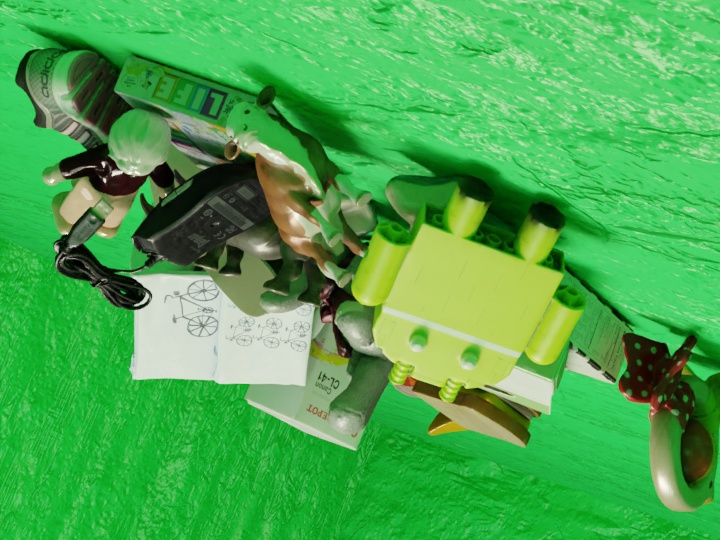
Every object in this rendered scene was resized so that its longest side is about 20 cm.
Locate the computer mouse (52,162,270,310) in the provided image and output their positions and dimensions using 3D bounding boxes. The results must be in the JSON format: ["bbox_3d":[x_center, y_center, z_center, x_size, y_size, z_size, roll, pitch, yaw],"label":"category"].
[{"bbox_3d":[-0.173,-0.050,1.431,0.140,0.199,0.046,30,-150,-52],"label":"computer mouse"}]

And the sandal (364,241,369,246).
[{"bbox_3d":[0.000,0.000,1.756,0.045,0.076,0.200,19,164,-1],"label":"sandal"}]

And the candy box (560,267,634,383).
[{"bbox_3d":[0.162,0.037,1.583,0.135,0.062,0.200,16,168,33],"label":"candy box"}]

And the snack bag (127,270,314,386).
[{"bbox_3d":[-0.149,0.063,1.770,0.197,0.022,0.190,3,140,-6],"label":"snack bag"}]

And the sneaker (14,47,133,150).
[{"bbox_3d":[-0.245,-0.144,1.498,0.087,0.074,0.200,18,166,24],"label":"sneaker"}]

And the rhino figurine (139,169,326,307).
[{"bbox_3d":[-0.114,-0.039,1.507,0.198,0.088,0.060,19,177,19],"label":"rhino figurine"}]

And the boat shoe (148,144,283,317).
[{"bbox_3d":[-0.141,-0.044,1.671,0.202,0.073,0.063,53,-159,2],"label":"boat shoe"}]

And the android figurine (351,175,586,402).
[{"bbox_3d":[0.083,0.022,1.322,0.180,0.201,0.041,20,-146,-9],"label":"android figurine"}]

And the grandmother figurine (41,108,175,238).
[{"bbox_3d":[-0.216,-0.085,1.445,0.120,0.061,0.200,-8,165,-29],"label":"grandmother figurine"}]

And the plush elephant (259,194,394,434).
[{"bbox_3d":[-0.019,0.017,1.581,0.154,0.201,0.166,25,144,18],"label":"plush elephant"}]

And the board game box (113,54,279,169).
[{"bbox_3d":[-0.114,-0.117,1.442,0.133,0.035,0.200,20,171,20],"label":"board game box"}]

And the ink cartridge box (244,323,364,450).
[{"bbox_3d":[-0.031,0.090,1.943,0.085,0.202,0.147,16,170,37],"label":"ink cartridge box"}]

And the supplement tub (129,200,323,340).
[{"bbox_3d":[-0.136,-0.004,1.821,0.199,0.147,0.144,27,170,-31],"label":"supplement tub"}]

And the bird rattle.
[{"bbox_3d":[0.314,0.147,1.586,0.111,0.165,0.200,-2,172,23],"label":"bird rattle"}]

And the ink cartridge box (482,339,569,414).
[{"bbox_3d":[0.121,0.076,1.558,0.144,0.048,0.200,21,171,10],"label":"ink cartridge box"}]

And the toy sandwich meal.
[{"bbox_3d":[0.101,0.134,1.764,0.203,0.071,0.206,19,160,7],"label":"toy sandwich meal"}]

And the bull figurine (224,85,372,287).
[{"bbox_3d":[-0.043,-0.061,1.325,0.121,0.065,0.200,45,172,25],"label":"bull figurine"}]

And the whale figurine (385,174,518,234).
[{"bbox_3d":[0.086,-0.020,1.386,0.157,0.104,0.201,2,140,27],"label":"whale figurine"}]
